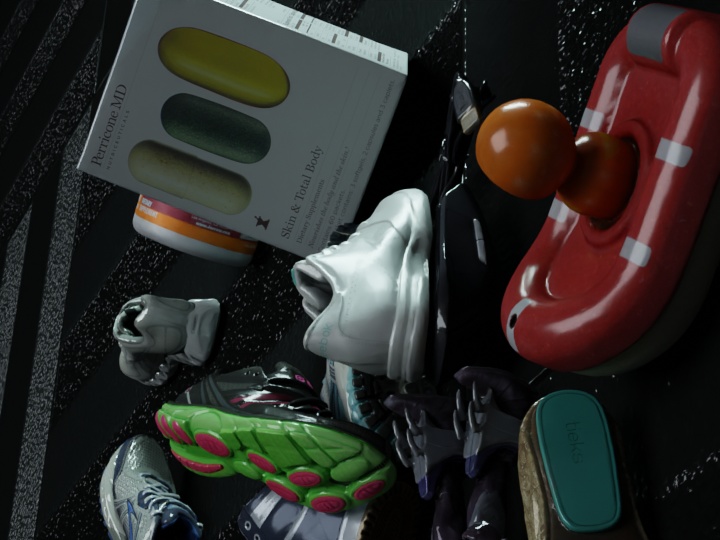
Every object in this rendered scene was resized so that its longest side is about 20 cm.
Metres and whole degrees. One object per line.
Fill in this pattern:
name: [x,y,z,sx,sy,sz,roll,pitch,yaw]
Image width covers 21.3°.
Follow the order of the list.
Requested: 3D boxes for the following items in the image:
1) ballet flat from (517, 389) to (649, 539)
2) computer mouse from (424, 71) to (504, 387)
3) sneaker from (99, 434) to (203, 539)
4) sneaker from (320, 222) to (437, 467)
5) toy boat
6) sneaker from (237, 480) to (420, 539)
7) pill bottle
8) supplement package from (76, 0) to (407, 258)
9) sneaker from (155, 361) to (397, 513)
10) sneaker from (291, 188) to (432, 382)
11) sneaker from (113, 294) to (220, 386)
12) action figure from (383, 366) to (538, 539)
ballet flat: [0.117,0.153,0.964,0.066,0.070,0.201,89,-179,-48]
computer mouse: [0.071,-0.031,1.199,0.201,0.045,0.141,-87,5,-52]
sneaker: [-0.167,0.218,1.626,0.085,0.077,0.201,-44,42,35]
sneaker: [-0.002,0.055,1.303,0.087,0.077,0.201,122,155,-43]
toy boat: [0.118,-0.048,0.993,0.202,0.130,0.130,-71,21,6]
sneaker: [-0.040,0.219,1.232,0.108,0.070,0.202,15,82,42]
pill bottle: [-0.119,-0.114,1.674,0.113,0.112,0.202,28,100,69]
supplement package: [-0.082,-0.118,1.413,0.151,0.198,0.153,-84,15,-78]
sneaker: [-0.050,0.095,1.223,0.199,0.077,0.084,12,50,44]
sneaker: [0.000,0.000,1.223,0.200,0.087,0.076,-86,1,-65]
sneaker: [-0.196,0.058,1.790,0.200,0.080,0.076,149,132,-63]
action figure: [0.059,0.159,1.079,0.130,0.069,0.202,-36,45,44]
